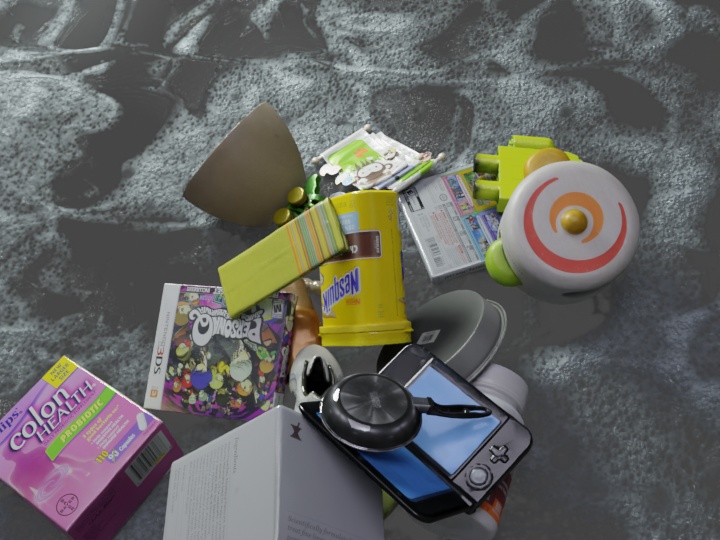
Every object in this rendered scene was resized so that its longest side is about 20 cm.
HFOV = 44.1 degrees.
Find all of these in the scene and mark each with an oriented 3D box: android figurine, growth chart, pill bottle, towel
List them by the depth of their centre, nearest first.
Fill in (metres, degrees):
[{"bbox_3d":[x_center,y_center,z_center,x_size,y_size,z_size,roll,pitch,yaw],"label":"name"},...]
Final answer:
[{"bbox_3d":[0.137,0.221,1.098,0.114,0.114,0.200,12,56,19],"label":"pill bottle"},{"bbox_3d":[-0.106,-0.015,1.193,0.200,0.018,0.086,-31,58,22],"label":"towel"},{"bbox_3d":[0.275,-0.140,1.381,0.200,0.041,0.182,6,49,4],"label":"android figurine"},{"bbox_3d":[0.024,-0.180,1.478,0.145,0.018,0.200,-41,48,-22],"label":"growth chart"}]

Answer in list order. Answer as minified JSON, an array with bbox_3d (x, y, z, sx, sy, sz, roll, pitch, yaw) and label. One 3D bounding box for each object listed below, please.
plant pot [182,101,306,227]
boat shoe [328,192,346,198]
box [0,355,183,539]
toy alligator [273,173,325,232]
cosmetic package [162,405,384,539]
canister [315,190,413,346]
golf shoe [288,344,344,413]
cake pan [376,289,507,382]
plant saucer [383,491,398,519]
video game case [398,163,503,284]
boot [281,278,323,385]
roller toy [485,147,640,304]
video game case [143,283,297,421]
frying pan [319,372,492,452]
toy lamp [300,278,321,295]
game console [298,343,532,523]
[{"bbox_3d":[-0.165,-0.147,1.411,0.134,0.200,0.200,41,64,-5],"label":"plant pot"},{"bbox_3d":[-0.028,-0.075,1.364,0.072,0.069,0.200,-4,36,4],"label":"boat shoe"},{"bbox_3d":[-0.375,0.243,1.184,0.200,0.097,0.176,26,61,27],"label":"box"},{"bbox_3d":[-0.102,-0.059,1.354,0.054,0.059,0.200,21,73,37],"label":"toy alligator"},{"bbox_3d":[-0.099,0.284,1.010,0.200,0.165,0.165,-32,43,33],"label":"cosmetic package"},{"bbox_3d":[0.000,0.000,1.202,0.086,0.148,0.200,-2,86,-30],"label":"canister"},{"bbox_3d":[-0.050,0.138,1.130,0.078,0.097,0.200,3,29,-8],"label":"golf shoe"},{"bbox_3d":[0.100,0.099,1.178,0.200,0.037,0.200,-34,22,16],"label":"cake pan"},{"bbox_3d":[-0.003,0.246,1.111,0.200,0.031,0.200,-27,40,26],"label":"plant saucer"},{"bbox_3d":[0.167,-0.082,1.386,0.182,0.022,0.200,-17,51,-3],"label":"video game case"},{"bbox_3d":[-0.151,0.103,1.273,0.201,0.071,0.144,-18,65,12],"label":"boot"},{"bbox_3d":[0.287,-0.054,1.233,0.182,0.140,0.200,23,79,7],"label":"roller toy"},{"bbox_3d":[-0.195,0.114,1.237,0.200,0.036,0.182,4,79,19],"label":"video game case"},{"bbox_3d":[0.049,0.160,0.974,0.190,0.031,0.115,13,36,6],"label":"frying pan"},{"bbox_3d":[-0.035,0.031,1.312,0.200,0.058,0.058,12,56,17],"label":"toy lamp"},{"bbox_3d":[0.065,0.172,0.998,0.176,0.116,0.200,-43,59,-15],"label":"game console"}]
